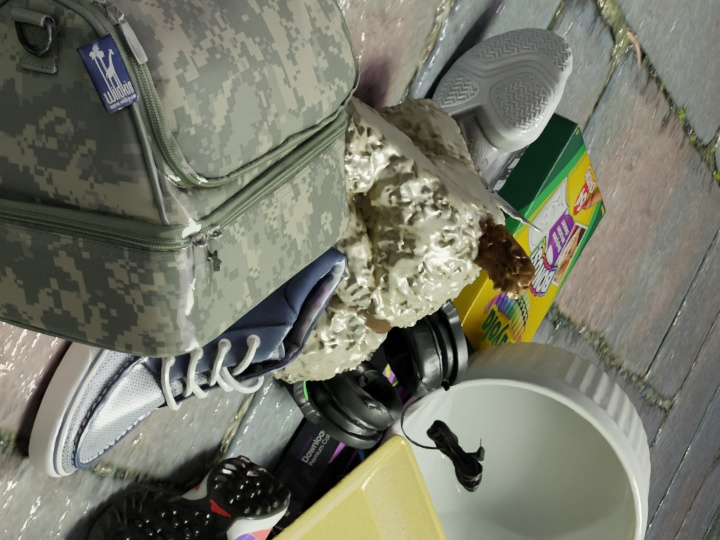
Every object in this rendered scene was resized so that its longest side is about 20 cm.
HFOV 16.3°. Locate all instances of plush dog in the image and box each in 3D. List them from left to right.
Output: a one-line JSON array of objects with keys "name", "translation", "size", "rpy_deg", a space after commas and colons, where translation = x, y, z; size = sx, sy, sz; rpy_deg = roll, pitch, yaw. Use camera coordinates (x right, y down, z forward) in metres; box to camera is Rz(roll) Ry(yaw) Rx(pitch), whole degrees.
[{"name": "plush dog", "translation": [0.000, 0.000, 1.522], "size": [0.172, 0.161, 0.200], "rpy_deg": [-44, 168, 19]}]

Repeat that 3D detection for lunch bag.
[{"name": "lunch bag", "translation": [-0.093, -0.074, 1.163], "size": [0.200, 0.139, 0.168], "rpy_deg": [-37, 132, -54]}]

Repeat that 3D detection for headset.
[{"name": "headset", "translation": [0.026, 0.078, 1.684], "size": [0.123, 0.094, 0.200], "rpy_deg": [-36, 144, 1]}]

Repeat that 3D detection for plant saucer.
[{"name": "plant saucer", "translation": [0.000, 0.242, 1.732], "size": [0.200, 0.048, 0.201], "rpy_deg": [-36, 108, -54]}]

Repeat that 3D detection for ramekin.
[{"name": "ramekin", "translation": [0.117, 0.147, 1.826], "size": [0.105, 0.199, 0.201], "rpy_deg": [-53, 162, -62]}]

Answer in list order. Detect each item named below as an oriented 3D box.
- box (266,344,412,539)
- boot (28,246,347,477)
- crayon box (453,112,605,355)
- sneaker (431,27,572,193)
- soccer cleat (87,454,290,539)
[{"name": "box", "translation": [-0.004, 0.122, 1.810], "size": [0.200, 0.036, 0.143], "rpy_deg": [-57, 161, -16]}, {"name": "boot", "translation": [-0.093, 0.044, 1.375], "size": [0.200, 0.090, 0.073], "rpy_deg": [-55, 160, -24]}, {"name": "crayon box", "translation": [0.113, -0.015, 1.903], "size": [0.173, 0.058, 0.200], "rpy_deg": [-60, 161, -10]}, {"name": "sneaker", "translation": [0.074, -0.070, 1.709], "size": [0.200, 0.075, 0.114], "rpy_deg": [-51, 160, -16]}, {"name": "soccer cleat", "translation": [-0.112, 0.171, 1.547], "size": [0.073, 0.068, 0.200], "rpy_deg": [-58, 164, 21]}]
